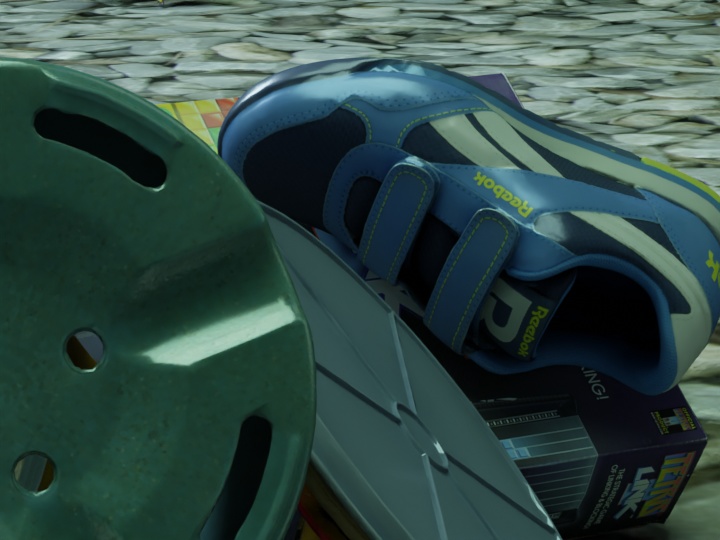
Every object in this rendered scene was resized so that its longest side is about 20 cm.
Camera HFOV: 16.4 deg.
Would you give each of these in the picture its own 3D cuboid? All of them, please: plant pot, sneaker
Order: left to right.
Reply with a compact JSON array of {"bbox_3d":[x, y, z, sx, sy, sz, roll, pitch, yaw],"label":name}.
[{"bbox_3d":[-0.107,0.039,0.639,0.199,0.202,0.196,-6,-7,-20],"label":"plant pot"},{"bbox_3d":[0.041,-0.015,0.903,0.198,0.074,0.083,17,46,-1],"label":"sneaker"}]

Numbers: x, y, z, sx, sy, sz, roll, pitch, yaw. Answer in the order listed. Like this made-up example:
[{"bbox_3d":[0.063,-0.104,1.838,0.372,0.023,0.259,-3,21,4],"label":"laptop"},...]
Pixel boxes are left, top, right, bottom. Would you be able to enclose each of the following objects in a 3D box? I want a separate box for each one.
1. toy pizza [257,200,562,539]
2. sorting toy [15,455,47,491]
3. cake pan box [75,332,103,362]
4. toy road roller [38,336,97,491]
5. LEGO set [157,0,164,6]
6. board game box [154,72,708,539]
[{"bbox_3d":[0.008,0.061,0.784,0.032,0.200,0.200,-39,8,11],"label":"toy pizza"},{"bbox_3d":[-0.187,0.082,0.840,0.198,0.108,0.180,-14,2,-7],"label":"sorting toy"},{"bbox_3d":[-0.211,0.026,1.168,0.183,0.053,0.199,-12,17,-33],"label":"cake pan box"},{"bbox_3d":[-0.180,0.048,0.984,0.200,0.146,0.123,-38,12,7],"label":"toy road roller"},{"bbox_3d":[-0.227,-0.315,2.596,0.198,0.117,0.154,1,-17,-9],"label":"LEGO set"},{"bbox_3d":[0.015,0.016,0.954,0.164,0.057,0.201,-8,51,-23],"label":"board game box"}]
